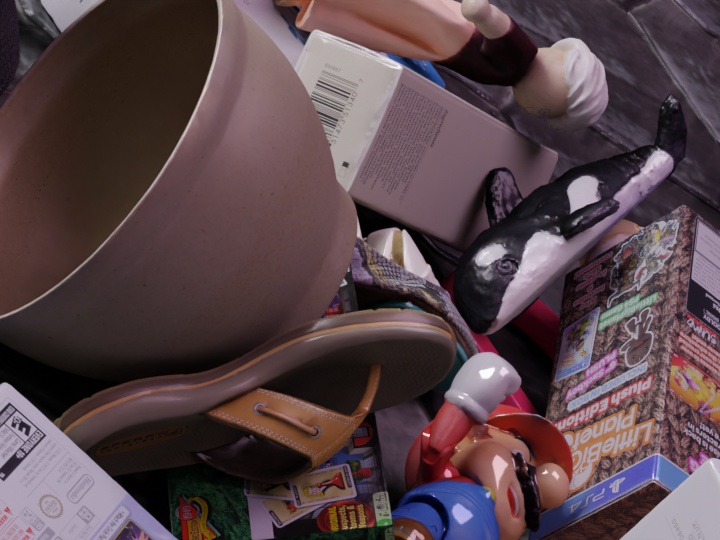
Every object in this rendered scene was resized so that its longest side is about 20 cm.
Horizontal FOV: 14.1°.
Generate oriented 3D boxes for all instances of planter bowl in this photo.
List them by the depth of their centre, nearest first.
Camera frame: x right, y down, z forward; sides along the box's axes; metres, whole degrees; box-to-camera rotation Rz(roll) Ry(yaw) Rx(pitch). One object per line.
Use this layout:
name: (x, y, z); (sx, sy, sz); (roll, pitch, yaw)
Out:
planter bowl: (-0.088, -0.026, 1.385); (0.135, 0.200, 0.200); (37, 26, -30)

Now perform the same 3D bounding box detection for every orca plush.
orca plush: (0.108, -0.042, 1.649); (0.071, 0.105, 0.200); (46, 67, 6)

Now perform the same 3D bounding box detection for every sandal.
sandal: (-0.048, 0.072, 1.343); (0.200, 0.080, 0.054); (-15, 61, -14)

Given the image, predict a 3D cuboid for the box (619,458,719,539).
box: (0.169, 0.201, 1.392); (0.152, 0.200, 0.106); (17, 38, -42)

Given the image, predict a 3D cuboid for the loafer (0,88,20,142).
loafer: (-0.124, -0.066, 1.518); (0.200, 0.072, 0.073); (14, 39, -44)

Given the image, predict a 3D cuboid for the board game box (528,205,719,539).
board game box: (0.191, 0.096, 1.609); (0.159, 0.097, 0.200); (36, 43, -25)

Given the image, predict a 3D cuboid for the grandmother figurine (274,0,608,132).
grandmother figurine: (0.052, -0.132, 1.655); (0.200, 0.061, 0.121); (23, 0, -19)

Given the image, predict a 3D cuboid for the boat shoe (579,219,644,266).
boat shoe: (0.185, 0.016, 1.782); (0.069, 0.074, 0.200); (62, 9, 25)

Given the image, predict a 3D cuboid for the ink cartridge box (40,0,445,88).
ink cartridge box: (-0.067, -0.134, 1.687); (0.200, 0.086, 0.146); (-1, 51, -56)

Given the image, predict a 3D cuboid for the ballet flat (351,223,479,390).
ballet flat: (0.000, 0.000, 1.565); (0.200, 0.072, 0.072); (31, 27, -42)

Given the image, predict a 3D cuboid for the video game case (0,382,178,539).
video game case: (-0.130, 0.157, 1.211); (0.181, 0.045, 0.200); (42, 26, -2)

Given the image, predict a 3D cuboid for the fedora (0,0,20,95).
fedora: (-0.221, -0.116, 1.402); (0.201, 0.201, 0.092); (-82, 152, -59)

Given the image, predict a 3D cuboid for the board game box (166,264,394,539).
board game box: (-0.045, 0.068, 1.419); (0.200, 0.105, 0.023); (-100, -179, -51)

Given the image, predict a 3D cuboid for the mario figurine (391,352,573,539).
mario figurine: (0.062, 0.123, 1.454); (0.106, 0.123, 0.200); (32, 30, 6)

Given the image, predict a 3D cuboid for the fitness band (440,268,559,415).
fitness band: (0.115, 0.077, 1.690); (0.144, 0.037, 0.200); (1, 47, -50)

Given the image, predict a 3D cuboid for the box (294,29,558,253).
box: (0.031, -0.066, 1.659); (0.068, 0.082, 0.200); (25, -1, 32)
